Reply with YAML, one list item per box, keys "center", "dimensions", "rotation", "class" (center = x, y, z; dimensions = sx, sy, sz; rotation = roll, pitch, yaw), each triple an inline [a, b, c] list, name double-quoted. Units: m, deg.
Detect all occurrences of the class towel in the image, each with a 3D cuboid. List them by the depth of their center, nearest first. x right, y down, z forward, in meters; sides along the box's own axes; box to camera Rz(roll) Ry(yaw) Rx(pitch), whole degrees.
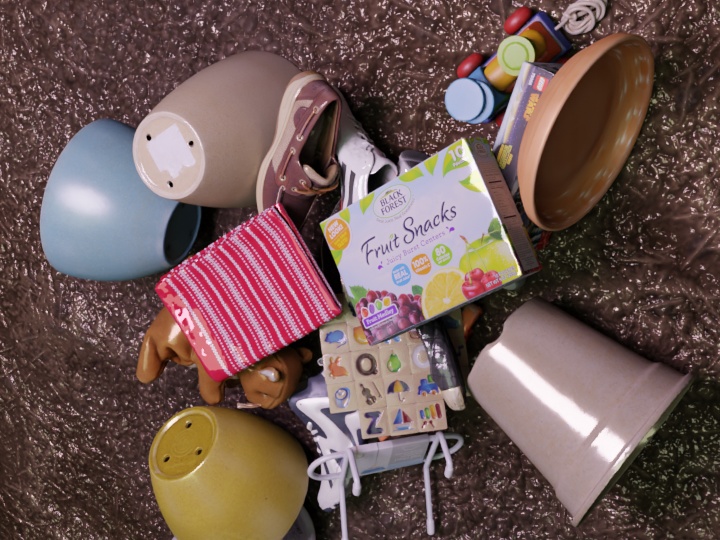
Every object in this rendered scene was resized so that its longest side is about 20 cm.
- center: [-0.132, 0.031, 1.059]
  dimensions: [0.199, 0.022, 0.146]
  rotation: [-30, 93, 26]
  class: "towel"

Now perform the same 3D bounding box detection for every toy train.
- center: [0.172, -0.225, 0.930]
  dimensions: [0.200, 0.116, 0.085]
  rotation: [-41, 87, 29]
  class: "toy train"

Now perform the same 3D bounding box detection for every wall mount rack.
- center: [0.036, 0.266, 1.127]
  dimensions: [0.198, 0.075, 0.175]
  rotation: [-8, 143, -13]
  class: "wall mount rack"

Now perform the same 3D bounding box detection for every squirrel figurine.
- center: [-0.152, 0.076, 1.156]
  dimensions: [0.185, 0.141, 0.202]
  rotation: [23, 107, 24]
  class: "squirrel figurine"

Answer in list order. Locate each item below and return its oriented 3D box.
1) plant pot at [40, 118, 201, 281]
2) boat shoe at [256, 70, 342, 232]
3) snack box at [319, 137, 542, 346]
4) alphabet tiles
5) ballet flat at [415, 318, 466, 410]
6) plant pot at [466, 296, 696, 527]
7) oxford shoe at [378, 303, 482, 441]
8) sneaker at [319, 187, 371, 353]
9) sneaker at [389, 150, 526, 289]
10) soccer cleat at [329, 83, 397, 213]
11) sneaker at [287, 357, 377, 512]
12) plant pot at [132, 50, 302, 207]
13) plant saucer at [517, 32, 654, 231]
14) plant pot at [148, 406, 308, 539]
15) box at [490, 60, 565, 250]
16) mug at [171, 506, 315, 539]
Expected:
- center: [-0.275, -0.071, 1.142]
  dimensions: [0.133, 0.200, 0.202]
  rotation: [18, 113, 14]
  class: "plant pot"
- center: [-0.060, -0.112, 1.015]
  dimensions: [0.072, 0.072, 0.202]
  rotation: [42, 127, 37]
  class: "boat shoe"
- center: [0.065, -0.026, 0.932]
  dimensions: [0.199, 0.053, 0.144]
  rotation: [-28, 80, 36]
  class: "snack box"
- center: [0.037, 0.086, 1.057]
  dimensions: [0.164, 0.006, 0.203]
  rotation: [-8, 88, 6]
  class: "alphabet tiles"
- center: [0.063, 0.064, 1.020]
  dimensions: [0.056, 0.066, 0.202]
  rotation: [-27, 79, 1]
  class: "ballet flat"
- center: [0.221, 0.134, 0.993]
  dimensions: [0.183, 0.200, 0.202]
  rotation: [39, 118, 22]
  class: "plant pot"
- center: [0.065, 0.110, 1.103]
  dimensions: [0.073, 0.071, 0.201]
  rotation: [34, 99, 12]
  class: "oxford shoe"
- center: [0.000, 0.000, 1.117]
  dimensions: [0.072, 0.084, 0.203]
  rotation: [9, 89, 39]
  class: "sneaker"
- center: [0.106, -0.045, 1.051]
  dimensions: [0.200, 0.070, 0.080]
  rotation: [45, 126, 14]
  class: "sneaker"
- center: [-0.001, -0.125, 1.046]
  dimensions: [0.085, 0.068, 0.202]
  rotation: [-24, 72, 38]
  class: "soccer cleat"
- center: [-0.046, 0.199, 1.184]
  dimensions: [0.129, 0.079, 0.201]
  rotation: [26, 115, 17]
  class: "sneaker"
- center: [-0.164, -0.149, 1.062]
  dimensions: [0.185, 0.200, 0.190]
  rotation: [7, 108, 23]
  class: "plant pot"
- center: [0.214, -0.135, 0.899]
  dimensions: [0.037, 0.199, 0.202]
  rotation: [33, 118, 31]
  class: "plant saucer"
- center: [-0.184, 0.252, 1.169]
  dimensions: [0.198, 0.202, 0.142]
  rotation: [-9, 139, 27]
  class: "plant pot"
- center: [0.180, -0.110, 0.948]
  dimensions: [0.040, 0.136, 0.202]
  rotation: [32, 118, 30]
  class: "box"
- center: [-0.161, 0.358, 1.263]
  dimensions: [0.175, 0.147, 0.201]
  rotation: [-36, 59, 23]
  class: "mug"
